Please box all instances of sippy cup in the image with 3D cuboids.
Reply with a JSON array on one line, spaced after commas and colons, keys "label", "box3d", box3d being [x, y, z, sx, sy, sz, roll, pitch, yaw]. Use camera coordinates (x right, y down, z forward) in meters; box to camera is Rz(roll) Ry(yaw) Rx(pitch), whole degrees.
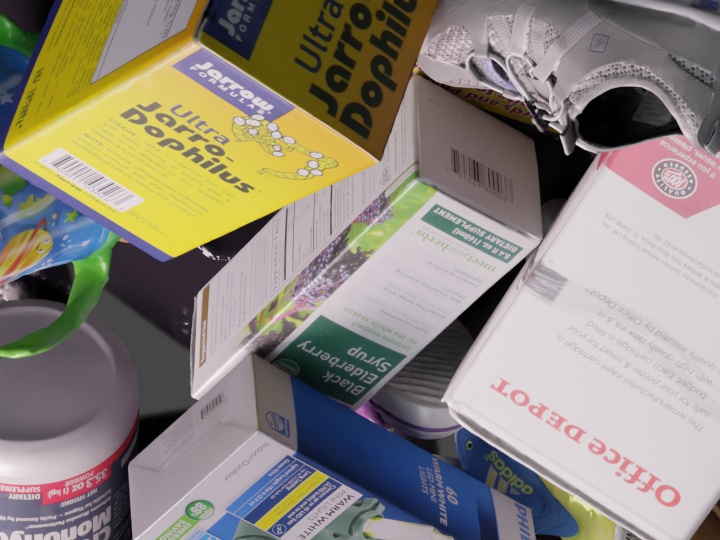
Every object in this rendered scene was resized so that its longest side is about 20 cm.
[{"label": "sippy cup", "box3d": [-0.213, -0.045, 1.639, 0.178, 0.130, 0.140, 49, 145, 11]}]

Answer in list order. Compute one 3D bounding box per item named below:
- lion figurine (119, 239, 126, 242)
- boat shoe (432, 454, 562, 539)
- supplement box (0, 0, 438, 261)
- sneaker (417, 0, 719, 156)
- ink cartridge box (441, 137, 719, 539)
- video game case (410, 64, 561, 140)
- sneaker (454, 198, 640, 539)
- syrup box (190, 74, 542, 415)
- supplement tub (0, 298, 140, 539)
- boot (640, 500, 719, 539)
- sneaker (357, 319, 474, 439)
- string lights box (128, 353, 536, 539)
[{"label": "lion figurine", "box3d": [-0.129, -0.070, 1.702, 0.122, 0.072, 0.200, 32, 148, 10]}, {"label": "boat shoe", "box3d": [0.080, 0.164, 1.720, 0.071, 0.063, 0.200, -4, 157, 32]}, {"label": "supplement box", "box3d": [-0.070, -0.096, 1.421, 0.109, 0.109, 0.200, 32, 151, -23]}, {"label": "sneaker", "box3d": [0.094, -0.093, 1.356, 0.200, 0.082, 0.075, 5, 154, 45]}, {"label": "ink cartridge box", "box3d": [0.154, 0.018, 1.487, 0.146, 0.085, 0.200, 33, 115, 0]}, {"label": "video game case", "box3d": [0.049, -0.136, 1.432, 0.200, 0.026, 0.181, 19, 154, -8]}, {"label": "sneaker", "box3d": [0.090, 0.062, 1.613, 0.105, 0.076, 0.200, -4, 104, 26]}, {"label": "syrup box", "box3d": [0.000, 0.000, 1.532, 0.079, 0.082, 0.200, 27, 128, -25]}, {"label": "supplement tub", "box3d": [-0.211, 0.129, 1.907, 0.140, 0.140, 0.200, 24, 140, 16]}, {"label": "boot", "box3d": [0.148, 0.124, 1.676, 0.200, 0.075, 0.074, 49, 143, -12]}, {"label": "sneaker", "box3d": [0.014, 0.075, 1.662, 0.200, 0.073, 0.114, -135, 41, -61]}, {"label": "string lights box", "box3d": [-0.012, 0.132, 1.567, 0.200, 0.059, 0.103, 30, 123, -30]}]
